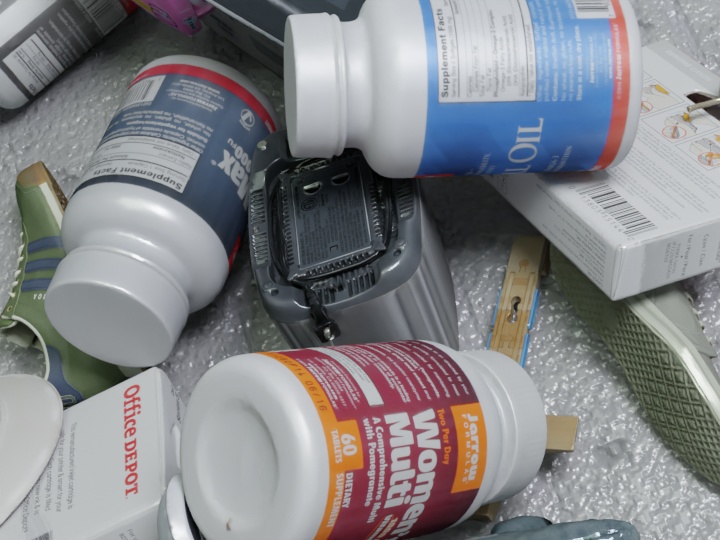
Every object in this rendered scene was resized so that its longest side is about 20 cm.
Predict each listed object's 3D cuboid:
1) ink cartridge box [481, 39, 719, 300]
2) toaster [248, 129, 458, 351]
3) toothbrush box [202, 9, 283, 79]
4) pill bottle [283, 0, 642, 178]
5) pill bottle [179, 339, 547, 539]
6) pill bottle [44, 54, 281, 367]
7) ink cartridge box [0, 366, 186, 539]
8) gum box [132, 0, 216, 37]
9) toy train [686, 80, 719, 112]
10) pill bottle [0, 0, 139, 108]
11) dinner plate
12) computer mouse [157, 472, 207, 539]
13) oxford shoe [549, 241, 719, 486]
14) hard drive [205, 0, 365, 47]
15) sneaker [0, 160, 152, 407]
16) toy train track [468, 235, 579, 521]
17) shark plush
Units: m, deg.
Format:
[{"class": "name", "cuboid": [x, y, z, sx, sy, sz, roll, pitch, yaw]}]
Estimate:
[{"class": "ink cartridge box", "cuboid": [0.183, -0.072, 0.887, 0.175, 0.045, 0.200, -17, 39, -20]}, {"class": "toaster", "cuboid": [0.000, 0.000, 0.876, 0.113, 0.130, 0.201, -19, 45, 9]}, {"class": "toothbrush box", "cuboid": [-0.024, -0.250, 1.047, 0.145, 0.086, 0.200, 36, 81, 28]}, {"class": "pill bottle", "cuboid": [0.056, -0.111, 0.807, 0.198, 0.112, 0.113, -3, 62, -7]}, {"class": "pill bottle", "cuboid": [0.008, 0.095, 0.752, 0.109, 0.199, 0.111, 2, 93, 46]}, {"class": "pill bottle", "cuboid": [-0.136, -0.039, 0.935, 0.119, 0.120, 0.201, 4, 51, 19]}, {"class": "ink cartridge box", "cuboid": [-0.194, 0.168, 0.868, 0.199, 0.084, 0.146, -25, 31, 5]}, {"class": "gum box", "cuboid": [-0.184, -0.259, 0.973, 0.199, 0.114, 0.066, 35, 81, 19]}, {"class": "toy train", "cuboid": [0.291, -0.179, 0.908, 0.198, 0.085, 0.116, -18, 49, 1]}, {"class": "pill bottle", "cuboid": [-0.276, -0.201, 1.091, 0.200, 0.111, 0.111, -41, 60, -5]}, {"class": "dinner plate", "cuboid": [-0.284, 0.133, 0.888, 0.199, 0.024, 0.201, -21, 31, 13]}, {"class": "computer mouse", "cuboid": [-0.066, 0.161, 0.800, 0.044, 0.200, 0.110, -26, 63, 20]}, {"class": "oxford shoe", "cuboid": [0.191, 0.043, 0.848, 0.057, 0.075, 0.201, -18, 58, -22]}, {"class": "hard drive", "cuboid": [-0.014, -0.180, 0.910, 0.199, 0.033, 0.140, 29, 36, -9]}, {"class": "sneaker", "cuboid": [-0.231, 0.014, 0.995, 0.089, 0.067, 0.201, -30, 63, -4]}, {"class": "toy train track", "cuboid": [0.096, 0.070, 0.886, 0.114, 0.033, 0.201, 1, 59, 26]}, {"class": "shark plush", "cuboid": [0.056, 0.167, 0.787, 0.198, 0.083, 0.092, 8, 60, -6]}]
